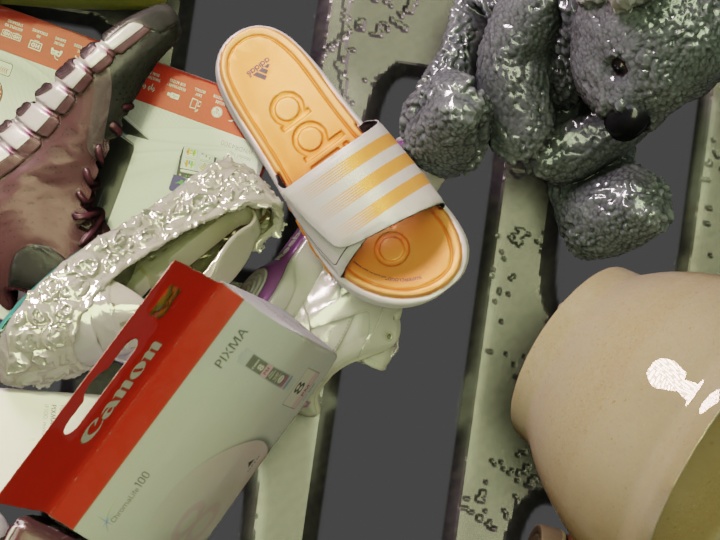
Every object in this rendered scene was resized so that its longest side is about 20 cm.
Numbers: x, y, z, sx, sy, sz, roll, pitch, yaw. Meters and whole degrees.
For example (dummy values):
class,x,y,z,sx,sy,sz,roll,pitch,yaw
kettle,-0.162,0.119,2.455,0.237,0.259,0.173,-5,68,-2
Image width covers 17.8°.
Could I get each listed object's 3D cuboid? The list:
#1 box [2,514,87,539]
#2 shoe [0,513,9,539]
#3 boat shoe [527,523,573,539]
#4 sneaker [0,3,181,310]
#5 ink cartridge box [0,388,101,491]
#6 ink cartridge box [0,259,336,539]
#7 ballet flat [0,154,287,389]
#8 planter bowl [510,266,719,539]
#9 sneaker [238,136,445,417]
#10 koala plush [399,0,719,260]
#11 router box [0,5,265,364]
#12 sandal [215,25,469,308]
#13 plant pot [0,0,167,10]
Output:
class,x,y,z,sx,sy,sz,roll,pitch,yaw
box,-0.142,0.258,1.322,0.199,0.166,0.165,27,83,-1
shoe,-0.295,0.165,1.339,0.199,0.071,0.091,-33,84,28
boat shoe,0.117,0.258,1.384,0.067,0.072,0.202,14,89,-6
sneaker,-0.157,-0.056,1.351,0.200,0.076,0.116,-41,94,5
ink cartridge box,-0.208,0.104,1.356,0.198,0.116,0.068,4,85,-2
ink cartridge box,-0.100,0.086,1.264,0.057,0.200,0.163,37,92,14
ballet flat,-0.121,0.004,1.313,0.200,0.072,0.072,-40,89,-25
planter bowl,0.175,0.081,1.356,0.134,0.200,0.201,34,84,28
sneaker,0.000,0.000,1.410,0.100,0.075,0.200,43,84,-18
koala plush,0.151,-0.134,1.338,0.176,0.200,0.185,26,66,-20
router box,-0.167,-0.046,1.404,0.198,0.049,0.181,19,85,-2
sandal,-0.021,-0.065,1.343,0.079,0.059,0.207,-39,76,-4
plant pot,-0.198,-0.232,1.367,0.198,0.187,0.189,20,84,-16
